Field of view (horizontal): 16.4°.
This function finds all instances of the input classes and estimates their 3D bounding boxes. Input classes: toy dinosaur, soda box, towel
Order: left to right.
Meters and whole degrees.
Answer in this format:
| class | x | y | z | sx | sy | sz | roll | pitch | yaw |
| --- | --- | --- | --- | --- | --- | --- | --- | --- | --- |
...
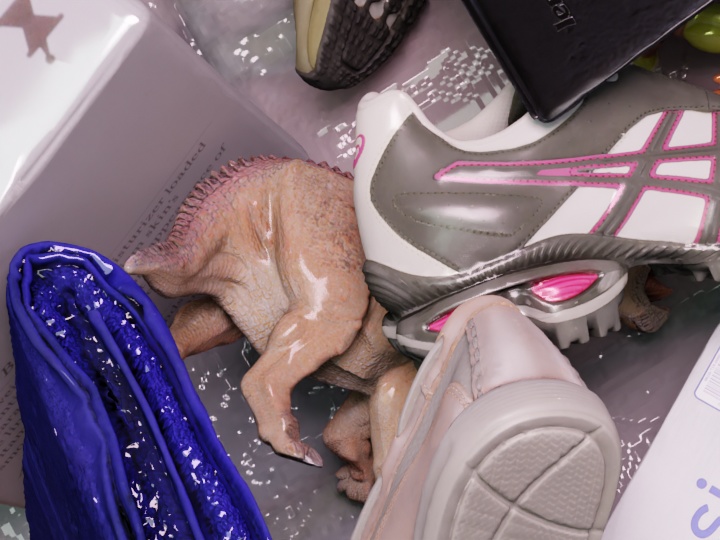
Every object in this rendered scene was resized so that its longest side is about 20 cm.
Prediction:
| class | x | y | z | sx | sy | sz | roll | pitch | yaw |
| --- | --- | --- | --- | --- | --- | --- | --- | --- | --- |
| towel | -0.062 | 0.097 | 0.766 | 0.049 | 0.200 | 0.148 | -17 | 61 | -16 |
| toy dinosaur | 0.000 | 0.000 | 0.808 | 0.086 | 0.199 | 0.136 | 6 | 75 | 55 |
| soda box | 0.095 | 0.120 | 0.803 | 0.063 | 0.068 | 0.201 | 29 | 88 | 13 |

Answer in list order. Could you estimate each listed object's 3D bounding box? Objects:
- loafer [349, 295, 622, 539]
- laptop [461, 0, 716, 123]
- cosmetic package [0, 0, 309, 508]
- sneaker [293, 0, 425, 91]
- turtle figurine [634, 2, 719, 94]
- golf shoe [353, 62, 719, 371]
| class | x | y | z | sx | sy | sz | roll | pitch | yaw |
| --- | --- | --- | --- | --- | --- | --- | --- | --- | --- |
| loafer | 0.023 | 0.098 | 0.735 | 0.071 | 0.201 | 0.063 | 5 | 37 | -22 |
| laptop | 0.121 | -0.149 | 0.791 | 0.116 | 0.199 | 0.188 | -60 | 44 | 38 |
| cosmetic package | -0.146 | -0.040 | 0.813 | 0.165 | 0.200 | 0.165 | 38 | 90 | 17 |
| sneaker | -0.020 | -0.157 | 0.882 | 0.088 | 0.077 | 0.201 | -3 | 73 | 23 |
| turtle figurine | 0.145 | -0.105 | 0.833 | 0.199 | 0.064 | 0.162 | 4 | 81 | 13 |
| golf shoe | 0.093 | -0.033 | 0.759 | 0.199 | 0.077 | 0.089 | -17 | 93 | -18 |
